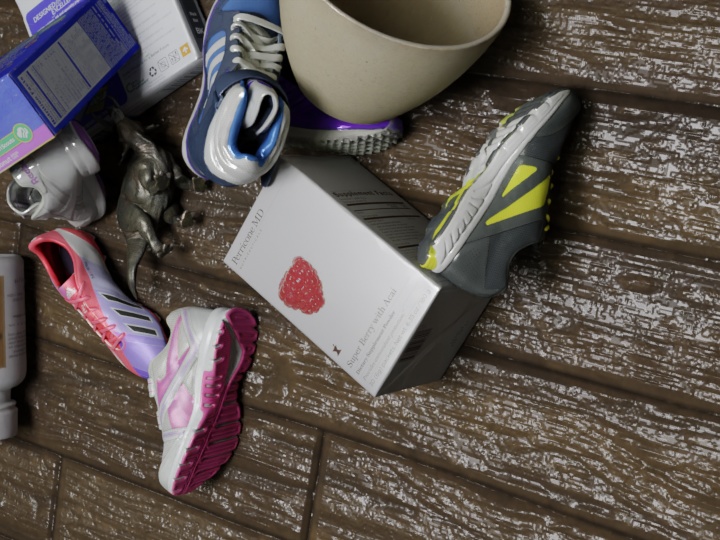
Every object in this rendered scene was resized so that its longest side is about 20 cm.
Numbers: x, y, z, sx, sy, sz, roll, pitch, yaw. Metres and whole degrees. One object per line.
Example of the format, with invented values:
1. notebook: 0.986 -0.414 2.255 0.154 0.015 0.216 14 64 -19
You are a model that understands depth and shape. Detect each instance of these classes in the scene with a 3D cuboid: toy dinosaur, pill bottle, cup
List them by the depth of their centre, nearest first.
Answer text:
1. cup: 0.011 -0.212 1.187 0.200 0.200 0.143 51 141 19
2. toy dinosaur: -0.215 -0.073 1.404 0.102 0.077 0.201 29 125 44
3. pill bottle: -0.427 0.084 1.515 0.114 0.114 0.201 2 95 32

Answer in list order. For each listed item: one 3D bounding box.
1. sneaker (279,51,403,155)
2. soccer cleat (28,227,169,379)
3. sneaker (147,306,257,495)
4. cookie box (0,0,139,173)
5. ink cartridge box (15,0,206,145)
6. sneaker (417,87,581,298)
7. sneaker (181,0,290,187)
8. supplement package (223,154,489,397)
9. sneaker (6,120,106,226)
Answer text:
1. sneaker: -0.050 -0.164 1.284 0.199 0.069 0.100 7 89 29
2. soccer cleat: -0.273 0.037 1.435 0.067 0.076 0.200 -46 69 26
3. sneaker: -0.170 0.125 1.380 0.088 0.081 0.201 18 95 32
4. cookie box: -0.329 -0.167 1.330 0.171 0.200 0.075 -26 112 31
5. ink cartridge box: -0.259 -0.260 1.424 0.198 0.043 0.201 -28 81 31
6. sneaker: 0.130 -0.064 1.157 0.085 0.074 0.200 39 82 -12
7. sneaker: -0.088 -0.169 1.191 0.146 0.080 0.201 9 82 64
8. supplement package: 0.000 0.000 1.232 0.200 0.120 0.122 40 113 24
9. sneaker: -0.314 -0.087 1.393 0.099 0.200 0.075 -35 78 -15
